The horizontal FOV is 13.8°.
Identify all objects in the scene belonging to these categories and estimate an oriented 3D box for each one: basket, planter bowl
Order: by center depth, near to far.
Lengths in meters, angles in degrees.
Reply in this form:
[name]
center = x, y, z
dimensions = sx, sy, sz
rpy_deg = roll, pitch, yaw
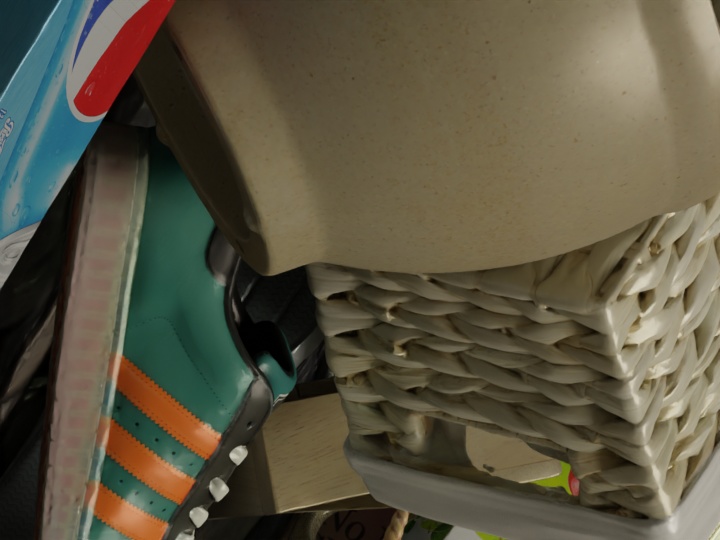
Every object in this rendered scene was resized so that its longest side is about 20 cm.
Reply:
[planter bowl]
center = 0.001, -0.081, 0.876
dimensions = 0.134, 0.201, 0.200
rpy_deg = -27, 154, -10
[basket]
center = 0.084, -0.017, 1.021
dimensions = 0.200, 0.135, 0.124
rpy_deg = -55, 143, -32

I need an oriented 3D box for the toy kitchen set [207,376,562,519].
[toy kitchen set]
center = 0.000, 0.000, 1.178
dimensions = 0.199, 0.181, 0.163
rpy_deg = -9, 178, -31

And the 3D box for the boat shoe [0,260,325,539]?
[boat shoe]
center = -0.067, 0.033, 1.045
dimensions = 0.200, 0.074, 0.067
rpy_deg = -49, 176, -3

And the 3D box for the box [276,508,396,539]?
[box]
center = 0.020, 0.167, 1.368
dimensions = 0.200, 0.128, 0.109
rpy_deg = -55, 161, -18

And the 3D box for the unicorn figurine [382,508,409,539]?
[unicorn figurine]
center = -0.026, 0.189, 1.088
dimensions = 0.200, 0.138, 0.074
rpy_deg = -30, -157, 14

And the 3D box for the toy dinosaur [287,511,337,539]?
[toy dinosaur]
center = -0.055, 0.168, 1.192
dimensions = 0.200, 0.077, 0.102
rpy_deg = -34, -178, -15

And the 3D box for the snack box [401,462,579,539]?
[snack box]
center = 0.062, 0.192, 1.263
dimensions = 0.200, 0.169, 0.068
rpy_deg = -55, -163, -17

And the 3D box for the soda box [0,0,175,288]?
[soda box]
center = -0.090, -0.082, 0.779
dimensions = 0.200, 0.068, 0.064
rpy_deg = -59, 162, -4

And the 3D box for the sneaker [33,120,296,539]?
[sneaker]
center = -0.062, 0.053, 0.960
dimensions = 0.071, 0.080, 0.201
rpy_deg = -110, -152, -72
